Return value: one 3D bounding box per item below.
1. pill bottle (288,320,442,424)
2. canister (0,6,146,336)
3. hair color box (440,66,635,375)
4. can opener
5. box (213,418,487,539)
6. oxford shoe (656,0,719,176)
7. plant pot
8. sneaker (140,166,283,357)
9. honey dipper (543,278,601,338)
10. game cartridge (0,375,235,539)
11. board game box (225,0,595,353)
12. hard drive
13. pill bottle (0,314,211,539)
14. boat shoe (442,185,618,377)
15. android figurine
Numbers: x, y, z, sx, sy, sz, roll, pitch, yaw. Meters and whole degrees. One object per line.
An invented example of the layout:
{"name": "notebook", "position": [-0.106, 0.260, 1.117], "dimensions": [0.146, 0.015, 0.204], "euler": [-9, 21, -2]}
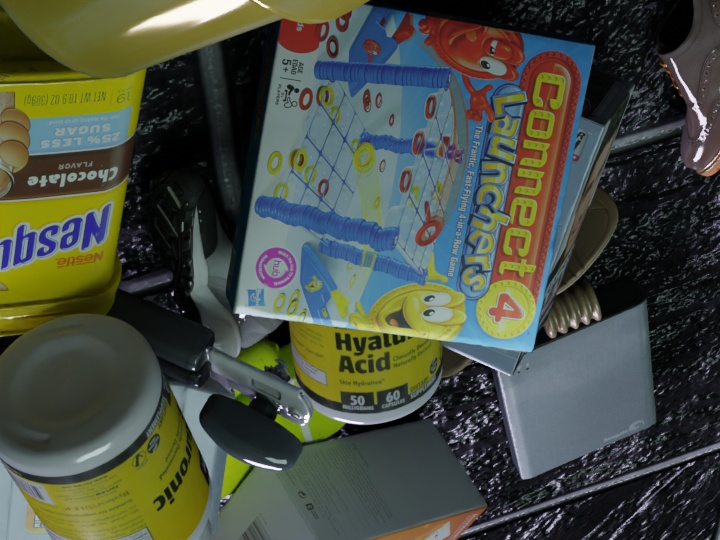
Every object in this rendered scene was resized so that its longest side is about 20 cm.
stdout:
{"name": "pill bottle", "position": [0.000, 0.000, 1.094], "dimensions": [0.111, 0.111, 0.201], "euler": [-15, 129, -12]}
{"name": "canister", "position": [-0.209, -0.060, 0.942], "dimensions": [0.148, 0.087, 0.201], "euler": [-6, 137, -24]}
{"name": "hair color box", "position": [0.123, -0.039, 1.100], "dimensions": [0.099, 0.060, 0.201], "euler": [-48, 158, -58]}
{"name": "can opener", "position": [-0.122, 0.064, 1.061], "dimensions": [0.067, 0.199, 0.053], "euler": [-56, 166, -27]}
{"name": "box", "position": [-0.013, 0.211, 1.314], "dimensions": [0.199, 0.098, 0.125], "euler": [-7, 143, -45]}
{"name": "oxford shoe", "position": [0.242, -0.150, 1.115], "dimensions": [0.072, 0.072, 0.201], "euler": [1, 134, -1]}
{"name": "plant pot", "position": [-0.088, -0.196, 0.779], "dimensions": [0.188, 0.202, 0.200], "euler": [-27, 145, 28]}
{"name": "sneaker", "position": [-0.097, -0.011, 1.081], "dimensions": [0.079, 0.074, 0.201], "euler": [-29, 149, -11]}
{"name": "honey dipper", "position": [0.100, 0.058, 1.293], "dimensions": [0.199, 0.038, 0.038], "euler": [-20, 142, 0]}
{"name": "game cartridge", "position": [-0.189, 0.128, 1.109], "dimensions": [0.199, 0.042, 0.134], "euler": [1, 114, -23]}
{"name": "board game box", "position": [0.028, -0.061, 0.975], "dimensions": [0.194, 0.056, 0.202], "euler": [8, 101, -11]}
{"name": "hard drive", "position": [0.190, 0.100, 1.389], "dimensions": [0.139, 0.033, 0.201], "euler": [-23, 142, -4]}
{"name": "pill bottle", "position": [-0.159, 0.129, 1.008], "dimensions": [0.111, 0.112, 0.201], "euler": [-21, 140, -5]}
{"name": "boat shoe", "position": [0.118, 0.002, 1.220], "dimensions": [0.200, 0.071, 0.064], "euler": [-41, 175, 18]}
{"name": "android figurine", "position": [-0.078, 0.113, 1.231], "dimensions": [0.199, 0.041, 0.182], "euler": [-32, 151, -9]}
